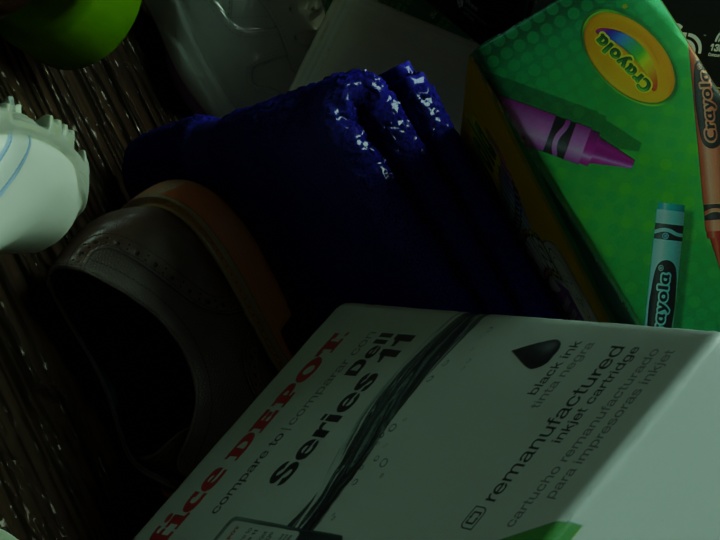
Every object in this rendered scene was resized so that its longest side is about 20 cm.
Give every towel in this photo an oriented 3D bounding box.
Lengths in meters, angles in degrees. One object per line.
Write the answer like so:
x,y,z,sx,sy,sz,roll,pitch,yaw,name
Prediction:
0.000,0.000,0.928,0.148,0.049,0.200,55,-21,-11,towel

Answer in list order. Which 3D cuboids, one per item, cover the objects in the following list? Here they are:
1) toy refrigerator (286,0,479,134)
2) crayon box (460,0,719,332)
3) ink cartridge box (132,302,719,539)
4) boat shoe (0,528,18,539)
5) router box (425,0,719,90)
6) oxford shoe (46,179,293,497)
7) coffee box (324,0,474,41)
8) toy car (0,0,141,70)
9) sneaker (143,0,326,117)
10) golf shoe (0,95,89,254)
0.033,-0.036,1.061,0.076,0.070,0.200,25,-7,18,toy refrigerator
0.085,-0.011,0.845,0.119,0.058,0.200,59,-3,8,crayon box
0.022,0.089,0.755,0.083,0.147,0.200,50,-22,-21,ink cartridge box
-0.096,0.154,0.632,0.072,0.061,0.202,30,34,-33,boat shoe
0.093,-0.126,1.017,0.149,0.063,0.200,4,21,-22,router box
-0.039,0.070,0.902,0.201,0.071,0.073,56,40,2,oxford shoe
0.039,-0.096,1.159,0.123,0.044,0.200,32,-2,-38,coffee box
-0.092,-0.189,0.912,0.164,0.199,0.159,31,35,-53,toy car
-0.043,-0.123,1.085,0.201,0.099,0.075,59,13,-4,sneaker
-0.143,-0.002,0.753,0.200,0.078,0.098,3,76,-60,golf shoe
